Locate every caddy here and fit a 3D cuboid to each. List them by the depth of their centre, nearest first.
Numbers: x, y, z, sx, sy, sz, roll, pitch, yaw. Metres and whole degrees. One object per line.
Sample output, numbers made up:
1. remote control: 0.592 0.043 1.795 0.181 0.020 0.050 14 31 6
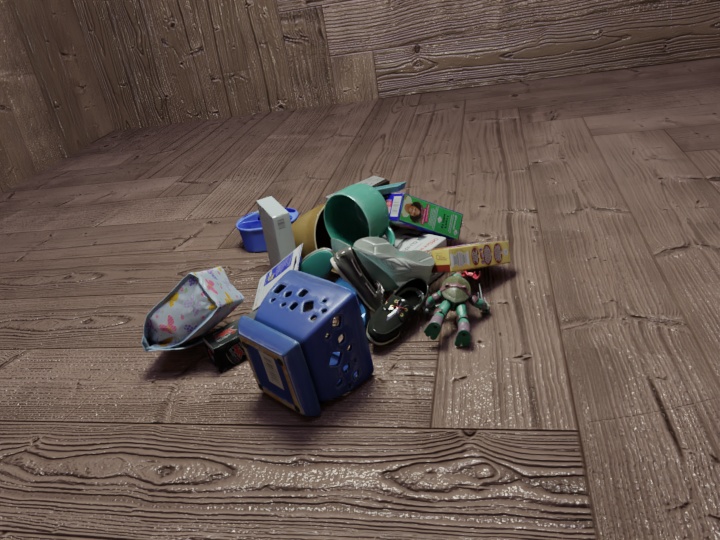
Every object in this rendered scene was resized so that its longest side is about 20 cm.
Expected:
1. caddy: -0.278 -0.135 1.795 0.193 0.108 0.143 -6 27 9

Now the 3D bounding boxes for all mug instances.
1. mug: 0.006 -0.121 1.474 0.150 0.189 0.114 -19 11 46

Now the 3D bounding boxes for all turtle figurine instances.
1. turtle figurine: 0.200 0.069 1.276 0.145 0.103 0.202 -1 35 19

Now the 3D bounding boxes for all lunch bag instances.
1. lunch bag: -0.379 0.100 1.330 0.198 0.128 0.170 -39 -2 9

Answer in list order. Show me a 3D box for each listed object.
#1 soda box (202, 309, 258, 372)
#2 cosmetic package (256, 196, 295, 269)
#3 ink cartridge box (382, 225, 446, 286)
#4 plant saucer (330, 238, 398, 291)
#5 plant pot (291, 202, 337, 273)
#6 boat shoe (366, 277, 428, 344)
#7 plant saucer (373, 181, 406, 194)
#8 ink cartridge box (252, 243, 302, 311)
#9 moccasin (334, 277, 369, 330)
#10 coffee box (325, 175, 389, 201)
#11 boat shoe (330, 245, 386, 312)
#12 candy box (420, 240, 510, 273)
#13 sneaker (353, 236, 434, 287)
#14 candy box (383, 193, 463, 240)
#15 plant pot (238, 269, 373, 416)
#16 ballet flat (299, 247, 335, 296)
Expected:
1. soda box: -0.245 0.143 1.321 0.197 0.065 0.070 -28 32 -28
2. cosmetic package: -0.213 -0.074 1.558 0.050 0.206 0.150 -19 29 -20
3. ink cartridge box: 0.106 -0.034 1.502 0.196 0.086 0.143 16 37 40
4. plant saucer: 0.000 0.000 1.407 0.199 0.201 0.039 27 78 48
5. plant pot: -0.112 -0.085 1.602 0.197 0.192 0.185 -2 24 48
6. boat shoe: 0.080 0.084 1.282 0.073 0.064 0.200 36 47 16
7. plant saucer: 0.023 -0.203 1.557 0.194 0.020 0.070 -9 14 25
8. ink cartridge box: -0.187 0.024 1.401 0.199 0.036 0.097 -37 36 43
9. moccasin: -0.022 0.087 1.349 0.078 0.069 0.202 -21 32 5
10. coffee box: -0.001 -0.199 1.811 0.197 0.116 0.079 -28 32 -29
11. boat shoe: 0.014 0.026 1.304 0.056 0.200 0.068 -36 31 13
12. candy box: 0.245 -0.032 1.396 0.195 0.059 0.115 -10 4 -32
13. sneaker: 0.071 -0.015 1.362 0.195 0.082 0.071 20 39 15
14. candy box: 0.146 -0.142 1.569 0.195 0.080 0.168 13 0 -27
15. plant pot: -0.111 0.144 1.137 0.197 0.205 0.179 18 43 41
16. ballet flat: -0.131 0.016 1.428 0.201 0.071 0.073 -47 22 16
